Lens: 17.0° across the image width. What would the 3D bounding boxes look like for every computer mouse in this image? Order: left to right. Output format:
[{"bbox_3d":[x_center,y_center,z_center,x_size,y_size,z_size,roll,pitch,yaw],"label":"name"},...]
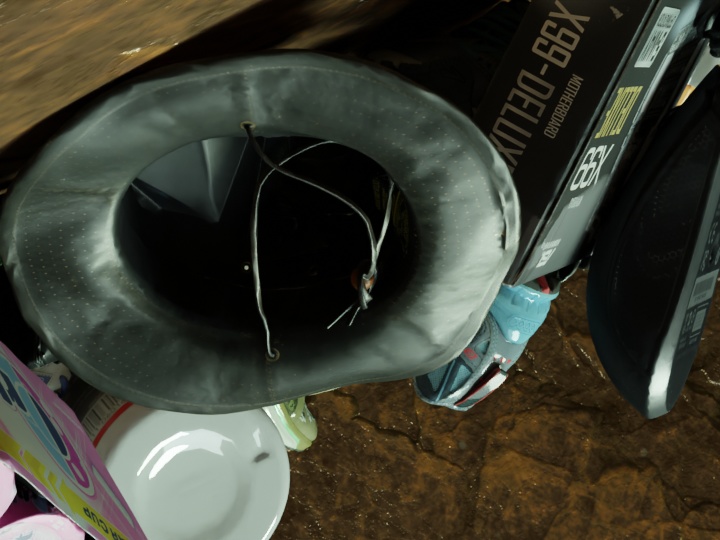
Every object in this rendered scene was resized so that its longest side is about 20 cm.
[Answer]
[{"bbox_3d":[0.142,-0.035,1.087,0.052,0.201,0.138,17,-176,14],"label":"computer mouse"}]

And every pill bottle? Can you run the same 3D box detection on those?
[{"bbox_3d":[-0.124,0.086,1.335,0.113,0.114,0.200,-26,-155,-14],"label":"pill bottle"}]

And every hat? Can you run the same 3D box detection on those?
[{"bbox_3d":[-0.039,-0.034,0.934,0.199,0.081,0.201,-2,136,-2],"label":"hat"}]

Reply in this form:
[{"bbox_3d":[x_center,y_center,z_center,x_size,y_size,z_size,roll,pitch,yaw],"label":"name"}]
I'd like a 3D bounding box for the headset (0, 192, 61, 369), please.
[{"bbox_3d":[-0.157,0.034,1.029,0.123,0.094,0.200,-26,165,-15],"label":"headset"}]

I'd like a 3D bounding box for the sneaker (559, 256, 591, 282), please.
[{"bbox_3d":[0.073,-0.033,1.280,0.075,0.116,0.201,1,153,-14],"label":"sneaker"}]

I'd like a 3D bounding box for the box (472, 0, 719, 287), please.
[{"bbox_3d":[0.101,-0.079,1.037,0.158,0.050,0.200,-64,168,11],"label":"box"}]

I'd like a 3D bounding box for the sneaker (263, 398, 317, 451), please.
[{"bbox_3d":[-0.042,0.025,1.339,0.088,0.077,0.200,-32,141,-10],"label":"sneaker"}]

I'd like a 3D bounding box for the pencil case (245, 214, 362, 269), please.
[{"bbox_3d":[-0.051,-0.014,1.075,0.078,0.090,0.200,-16,175,-46],"label":"pencil case"}]

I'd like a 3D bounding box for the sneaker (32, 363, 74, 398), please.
[{"bbox_3d":[-0.178,0.056,1.268,0.199,0.088,0.075,-28,175,-2],"label":"sneaker"}]

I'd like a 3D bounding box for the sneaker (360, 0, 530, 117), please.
[{"bbox_3d":[0.055,-0.093,1.113,0.086,0.078,0.200,-47,176,3],"label":"sneaker"}]

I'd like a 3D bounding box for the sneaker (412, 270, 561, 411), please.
[{"bbox_3d":[0.000,0.000,1.118,0.079,0.200,0.096,20,100,-41],"label":"sneaker"}]

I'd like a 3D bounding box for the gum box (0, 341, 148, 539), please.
[{"bbox_3d":[-0.152,0.078,0.935,0.066,0.114,0.200,-35,149,0],"label":"gum box"}]

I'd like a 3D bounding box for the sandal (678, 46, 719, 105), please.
[{"bbox_3d":[0.204,-0.111,1.316,0.079,0.059,0.207,-49,168,-54],"label":"sandal"}]
